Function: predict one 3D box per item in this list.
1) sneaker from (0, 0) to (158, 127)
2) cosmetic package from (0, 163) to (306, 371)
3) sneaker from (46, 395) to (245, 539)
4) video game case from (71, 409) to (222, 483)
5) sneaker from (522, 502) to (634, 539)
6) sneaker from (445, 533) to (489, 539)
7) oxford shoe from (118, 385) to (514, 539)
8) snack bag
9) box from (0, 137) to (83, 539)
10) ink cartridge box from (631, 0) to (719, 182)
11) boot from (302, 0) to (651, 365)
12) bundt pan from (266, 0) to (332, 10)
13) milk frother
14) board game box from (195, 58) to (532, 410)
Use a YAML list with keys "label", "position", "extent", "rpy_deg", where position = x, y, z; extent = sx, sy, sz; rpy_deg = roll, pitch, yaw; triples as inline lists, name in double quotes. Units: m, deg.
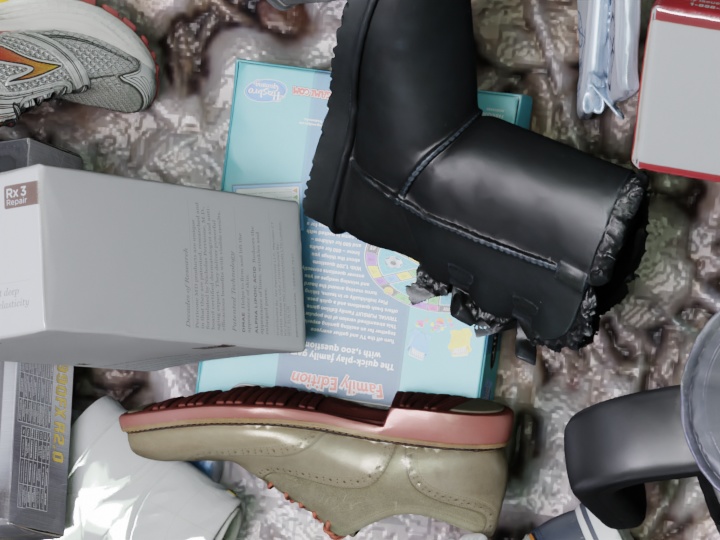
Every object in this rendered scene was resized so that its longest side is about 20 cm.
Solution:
- label: "sneaker"
  position: [-0.191, -0.097, 1.445]
  extent: [0.078, 0.199, 0.083]
  rpy_deg: [-24, 67, 50]
- label: "cosmetic package"
  position: [-0.128, 0.002, 1.374]
  extent: [0.112, 0.200, 0.082]
  rpy_deg: [-9, 82, 37]
- label: "sneaker"
  position: [-0.140, 0.179, 1.466]
  extent: [0.115, 0.074, 0.200]
  rpy_deg: [33, 97, 12]
- label: "video game case"
  position: [-0.185, 0.160, 1.524]
  extent: [0.199, 0.023, 0.183]
  rpy_deg: [13, 94, 12]
- label: "sneaker"
  position: [0.134, 0.218, 1.434]
  extent: [0.079, 0.078, 0.201]
  rpy_deg: [-27, 75, 6]
- label: "sneaker"
  position: [0.009, 0.199, 1.438]
  extent: [0.200, 0.075, 0.087]
  rpy_deg: [-18, 115, 43]
- label: "oxford shoe"
  position: [-0.024, 0.098, 1.418]
  extent: [0.199, 0.070, 0.075]
  rpy_deg: [3, 97, 13]
- label: "snack bag"
  position: [0.117, -0.167, 1.366]
  extent: [0.021, 0.200, 0.190]
  rpy_deg: [1, 92, 0]
- label: "box"
  position: [-0.222, 0.040, 1.466]
  extent: [0.158, 0.048, 0.201]
  rpy_deg: [-7, 75, 31]
- label: "ink cartridge box"
  position: [0.217, -0.113, 1.337]
  extent: [0.144, 0.200, 0.084]
  rpy_deg: [10, 118, 11]
- label: "boot"
  position: [0.064, -0.061, 1.362]
  extent: [0.162, 0.073, 0.199]
  rpy_deg: [28, 128, 18]
- label: "bundt pan"
  position: [-0.013, -0.223, 1.393]
  extent: [0.201, 0.076, 0.203]
  rpy_deg: [-9, 107, -30]
- label: "milk frother"
  position: [0.204, 0.130, 1.334]
  extent: [0.180, 0.188, 0.201]
  rpy_deg: [-26, 71, 4]
- label: "board game box"
  position: [0.000, 0.000, 1.469]
  extent: [0.150, 0.047, 0.201]
  rpy_deg: [8, 93, 11]
